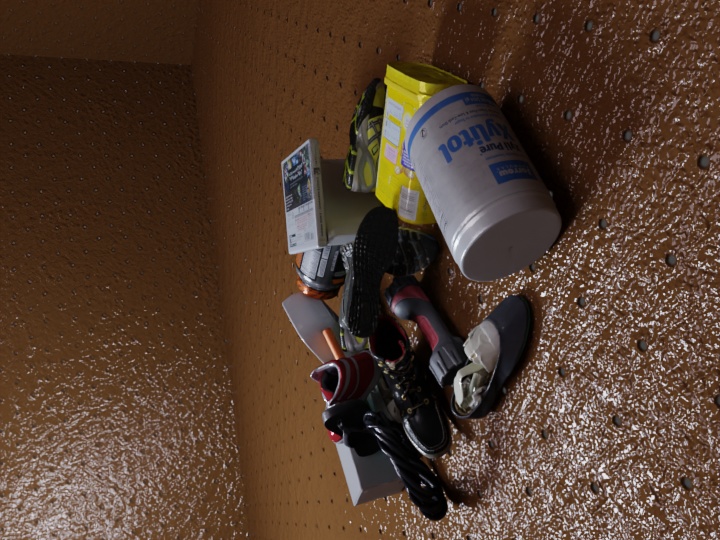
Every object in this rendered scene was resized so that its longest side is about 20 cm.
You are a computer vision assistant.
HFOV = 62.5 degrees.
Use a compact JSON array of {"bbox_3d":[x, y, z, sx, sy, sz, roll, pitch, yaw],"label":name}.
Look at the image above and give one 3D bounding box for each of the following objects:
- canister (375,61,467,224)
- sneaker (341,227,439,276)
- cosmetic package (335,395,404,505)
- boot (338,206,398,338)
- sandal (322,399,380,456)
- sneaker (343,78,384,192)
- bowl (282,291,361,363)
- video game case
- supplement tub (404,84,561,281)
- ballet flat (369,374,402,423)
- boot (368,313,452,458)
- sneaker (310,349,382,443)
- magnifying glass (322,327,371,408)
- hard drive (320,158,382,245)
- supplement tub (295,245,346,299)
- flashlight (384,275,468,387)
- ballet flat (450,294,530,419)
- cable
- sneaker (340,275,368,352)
[{"bbox_3d":[0.084,-0.191,0.890,0.149,0.084,0.206,-130,40,-52],"label":"canister"},{"bbox_3d":[0.056,-0.038,0.992,0.196,0.089,0.081,-3,104,47],"label":"sneaker"},{"bbox_3d":[0.011,0.327,1.137,0.091,0.103,0.205,110,149,-50],"label":"cosmetic package"},{"bbox_3d":[0.000,0.000,0.937,0.130,0.065,0.207,-160,82,-76],"label":"boot"},{"bbox_3d":[-0.001,0.272,0.996,0.201,0.075,0.044,54,-172,-49],"label":"sandal"},{"bbox_3d":[0.021,-0.234,1.047,0.075,0.074,0.207,169,113,-75],"label":"sneaker"},{"bbox_3d":[-0.068,0.133,1.244,0.201,0.074,0.200,48,179,-30],"label":"bowl"},{"bbox_3d":[-0.108,-0.130,1.111,0.199,0.023,0.189,175,89,-69],"label":"video game case"},{"bbox_3d":[0.140,-0.107,0.710,0.134,0.128,0.204,114,144,-49],"label":"supplement tub"},{"bbox_3d":[0.052,0.234,1.081,0.064,0.066,0.203,-46,48,21],"label":"ballet flat"},{"bbox_3d":[0.074,0.175,0.924,0.152,0.071,0.203,63,-174,-45],"label":"boot"},{"bbox_3d":[-0.043,0.224,1.013,0.071,0.110,0.205,44,124,37],"label":"sneaker"},{"bbox_3d":[-0.019,0.201,1.103,0.080,0.022,0.205,95,150,-74],"label":"magnifying glass"},{"bbox_3d":[-0.028,-0.134,1.112,0.027,0.128,0.204,110,147,-46],"label":"hard drive"},{"bbox_3d":[-0.065,-0.051,1.211,0.124,0.119,0.205,58,140,47],"label":"supplement tub"},{"bbox_3d":[0.101,0.092,0.922,0.202,0.066,0.069,-117,33,-45],"label":"flashlight"},{"bbox_3d":[0.162,0.122,0.778,0.074,0.071,0.205,-121,34,-46],"label":"ballet flat"},{"bbox_3d":[0.067,0.301,0.926,0.201,0.050,0.165,54,-175,-38],"label":"cable"},{"bbox_3d":[0.004,0.063,1.162,0.076,0.073,0.207,83,-170,-65],"label":"sneaker"}]
